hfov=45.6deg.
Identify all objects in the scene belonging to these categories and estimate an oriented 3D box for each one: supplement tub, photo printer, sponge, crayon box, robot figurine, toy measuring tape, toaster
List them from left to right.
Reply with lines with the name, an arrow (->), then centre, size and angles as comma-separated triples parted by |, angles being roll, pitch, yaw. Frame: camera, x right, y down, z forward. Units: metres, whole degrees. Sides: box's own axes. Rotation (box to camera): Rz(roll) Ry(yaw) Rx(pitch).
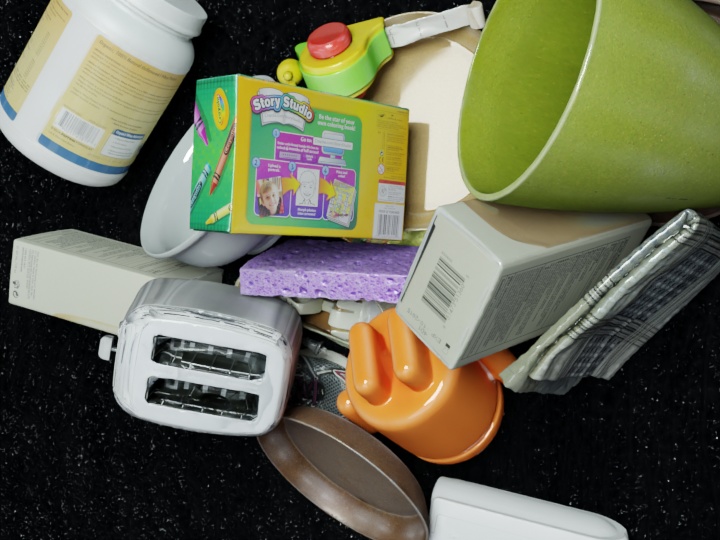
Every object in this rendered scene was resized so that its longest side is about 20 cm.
supplement tub -> -0.255, -0.202, 0.851 | 0.144, 0.144, 0.201 | 40, 107, 9
toaster -> -0.129, 0.080, 0.771 | 0.197, 0.129, 0.116 | 12, 100, -4
crayon box -> -0.045, -0.089, 0.725 | 0.058, 0.198, 0.121 | 6, 94, 45
sponge -> 0.000, 0.000, 0.793 | 0.197, 0.111, 0.030 | 4, 106, 19
toy measuring tape -> 0.015, -0.192, 0.769 | 0.197, 0.074, 0.075 | -10, 94, 16
robot figurine -> 0.063, 0.106, 0.774 | 0.116, 0.200, 0.145 | 35, 85, 39
photo printer -> 0.157, 0.301, 0.822 | 0.197, 0.069, 0.169 | 9, 100, 16

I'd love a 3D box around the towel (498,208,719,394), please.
towel -> 0.220, 0.038, 0.707 | 0.200, 0.192, 0.035 | -46, 65, 19

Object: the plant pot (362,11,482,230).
plant pot -> 0.055, -0.139, 0.812 | 0.197, 0.027, 0.204 | 0, 91, 16

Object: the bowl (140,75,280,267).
bowl -> -0.117, -0.079, 0.827 | 0.201, 0.202, 0.090 | -42, 125, 19

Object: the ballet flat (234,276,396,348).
ballet flat -> -0.036, 0.042, 0.855 | 0.197, 0.062, 0.069 | 14, 102, 16

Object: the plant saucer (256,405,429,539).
plant saucer -> -0.013, 0.196, 0.831 | 0.198, 0.035, 0.202 | 27, 147, 19

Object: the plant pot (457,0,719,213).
plant pot -> 0.198, -0.116, 0.613 | 0.197, 0.187, 0.190 | 15, 104, -17

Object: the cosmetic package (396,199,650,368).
cosmetic package -> 0.132, -0.005, 0.680 | 0.071, 0.198, 0.106 | 45, 129, 31

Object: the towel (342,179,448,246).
towel -> 0.059, -0.033, 0.838 | 0.198, 0.018, 0.087 | 31, 106, 12

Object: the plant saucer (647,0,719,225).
plant saucer -> 0.254, -0.132, 0.709 | 0.197, 0.035, 0.203 | 10, 127, 13

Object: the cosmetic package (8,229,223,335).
cosmetic package -> -0.256, 0.016, 0.904 | 0.197, 0.105, 0.072 | 15, 103, 17

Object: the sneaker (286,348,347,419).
sneaker -> -0.087, 0.119, 0.876 | 0.197, 0.075, 0.082 | 9, 100, 16
